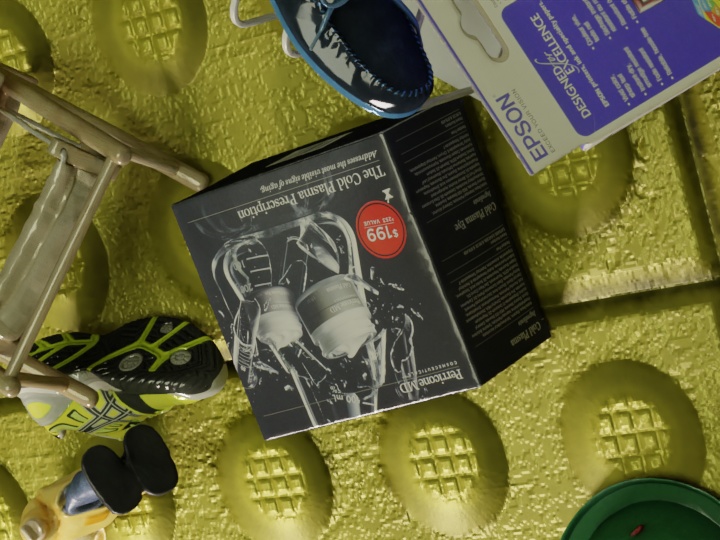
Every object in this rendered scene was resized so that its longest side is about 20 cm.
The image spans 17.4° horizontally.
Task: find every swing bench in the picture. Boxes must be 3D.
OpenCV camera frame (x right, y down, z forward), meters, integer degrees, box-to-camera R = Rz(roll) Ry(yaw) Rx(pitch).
[{"bbox_3d":[-0.257,-0.033,1.748,0.199,0.130,0.200,28,95,25],"label":"swing bench"}]

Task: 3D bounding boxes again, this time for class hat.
[{"bbox_3d":[0.153,0.249,1.547,0.166,0.176,0.200,49,126,13],"label":"hat"}]

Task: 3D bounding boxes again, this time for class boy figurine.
[{"bbox_3d":[-0.214,0.185,1.833,0.065,0.124,0.200,58,146,10],"label":"boy figurine"}]

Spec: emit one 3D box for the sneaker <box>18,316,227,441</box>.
[{"bbox_3d":[-0.178,0.088,1.819,0.199,0.076,0.077,-3,128,36],"label":"sneaker"}]

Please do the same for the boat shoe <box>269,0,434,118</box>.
[{"bbox_3d":[-0.021,-0.184,1.446,0.200,0.084,0.069,51,139,8],"label":"boat shoe"}]

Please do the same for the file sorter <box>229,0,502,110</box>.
[{"bbox_3d":[-0.002,-0.207,1.559,0.199,0.124,0.139,31,120,25],"label":"file sorter"}]

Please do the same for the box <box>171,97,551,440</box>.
[{"bbox_3d":[0.000,0.000,1.623,0.199,0.104,0.183,-17,99,38],"label":"box"}]

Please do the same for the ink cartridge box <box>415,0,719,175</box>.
[{"bbox_3d":[0.125,-0.180,1.440,0.199,0.199,0.043,58,162,7],"label":"ink cartridge box"}]
